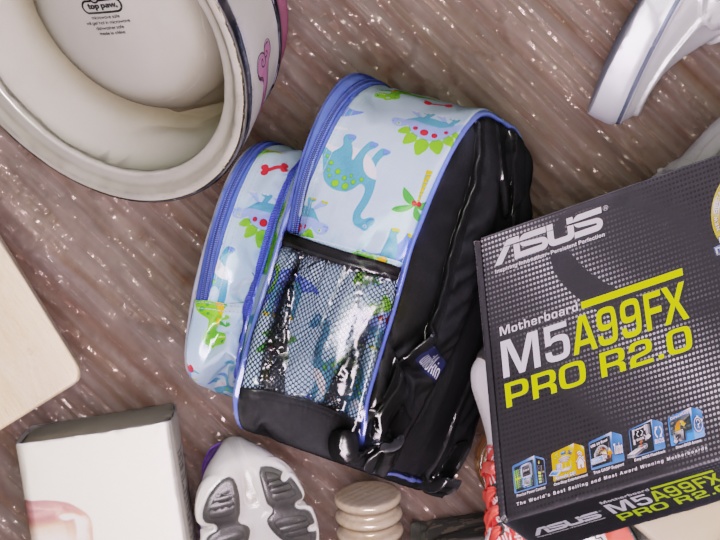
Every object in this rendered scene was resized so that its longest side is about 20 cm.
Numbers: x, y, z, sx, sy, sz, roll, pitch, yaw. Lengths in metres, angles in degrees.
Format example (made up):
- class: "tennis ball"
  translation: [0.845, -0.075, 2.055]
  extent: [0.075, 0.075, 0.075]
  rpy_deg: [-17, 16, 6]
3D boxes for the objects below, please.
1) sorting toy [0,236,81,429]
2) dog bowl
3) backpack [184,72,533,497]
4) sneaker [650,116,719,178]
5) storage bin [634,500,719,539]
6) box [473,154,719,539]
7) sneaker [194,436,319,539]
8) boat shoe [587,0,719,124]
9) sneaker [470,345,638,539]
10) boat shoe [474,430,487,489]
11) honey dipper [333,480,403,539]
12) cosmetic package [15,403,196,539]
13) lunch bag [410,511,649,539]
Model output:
- class: "sorting toy"
  translation: [-0.284, 0.023, 1.432]
  extent: [0.198, 0.070, 0.200]
  rpy_deg: [-32, 92, 0]
- class: "dog bowl"
  translation: [-0.126, -0.138, 1.379]
  extent: [0.200, 0.200, 0.074]
  rpy_deg: [44, 49, -3]
- class: "backpack"
  translation: [0.000, 0.000, 1.382]
  extent: [0.147, 0.183, 0.201]
  rpy_deg: [18, 86, 18]
- class: "sneaker"
  translation: [0.148, -0.018, 1.382]
  extent: [0.200, 0.080, 0.071]
  rpy_deg: [-50, 134, -18]
- class: "storage bin"
  translation: [0.253, 0.101, 1.324]
  extent: [0.199, 0.094, 0.200]
  rpy_deg: [-51, 131, 0]
- class: "box"
  translation: [0.156, 0.031, 1.258]
  extent: [0.199, 0.044, 0.161]
  rpy_deg: [-19, 57, 25]
- class: "sneaker"
  translation: [-0.047, 0.185, 1.442]
  extent: [0.080, 0.083, 0.201]
  rpy_deg: [-10, 102, -9]
- class: "boat shoe"
  translation: [0.197, -0.159, 1.432]
  extent: [0.065, 0.074, 0.200]
  rpy_deg: [32, 93, 2]
- class: "sneaker"
  translation: [0.081, 0.145, 1.338]
  extent: [0.108, 0.067, 0.202]
  rpy_deg: [-30, 86, -5]
- class: "boat shoe"
  translation: [0.143, 0.075, 1.396]
  extent: [0.200, 0.068, 0.072]
  rpy_deg: [-26, 93, 20]
- class: "honey dipper"
  translation: [0.010, 0.214, 1.442]
  extent: [0.038, 0.038, 0.201]
  rpy_deg: [-4, 108, -1]
- class: "cosmetic package"
  translation: [-0.128, 0.180, 1.427]
  extent: [0.087, 0.103, 0.201]
  rpy_deg: [-8, 92, -1]
- class: "lunch bag"
  translation: [0.114, 0.231, 1.426]
  extent: [0.163, 0.118, 0.201]
  rpy_deg: [-6, 94, 1]
